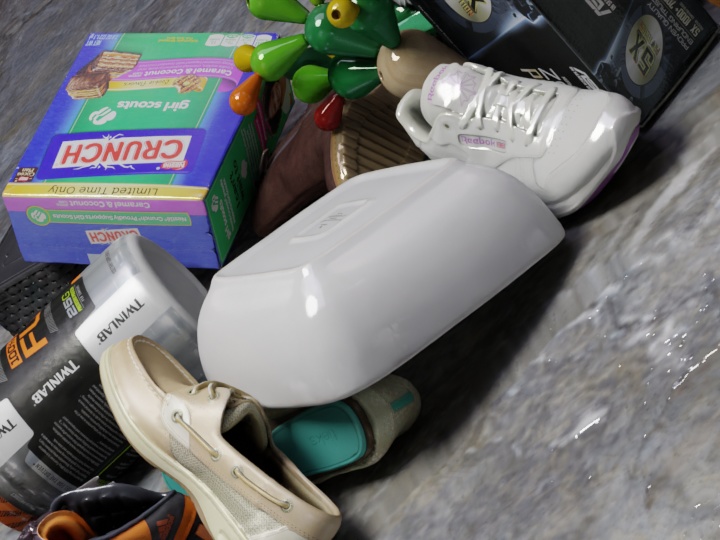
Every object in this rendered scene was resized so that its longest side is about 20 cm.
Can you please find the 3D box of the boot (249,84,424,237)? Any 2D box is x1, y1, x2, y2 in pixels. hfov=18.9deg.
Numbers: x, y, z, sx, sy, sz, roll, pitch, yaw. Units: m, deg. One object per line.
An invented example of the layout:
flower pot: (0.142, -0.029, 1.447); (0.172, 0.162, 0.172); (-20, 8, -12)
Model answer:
boot: (-0.024, -0.070, 1.569); (0.166, 0.072, 0.201); (-46, 20, 35)

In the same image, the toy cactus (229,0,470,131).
toy cactus: (-0.003, -0.144, 1.401); (0.200, 0.164, 0.103); (106, -171, -57)

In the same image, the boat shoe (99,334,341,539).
boat shoe: (-0.079, 0.097, 1.243); (0.065, 0.072, 0.200); (-55, 53, 18)

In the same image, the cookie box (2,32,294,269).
cookie box: (-0.160, -0.096, 1.672); (0.170, 0.076, 0.201); (2, 44, 18)

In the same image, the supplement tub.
supplement tub: (-0.190, 0.081, 1.502); (0.200, 0.123, 0.123); (-43, 22, 7)

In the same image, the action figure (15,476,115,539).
action figure: (-0.214, 0.204, 1.395); (0.130, 0.069, 0.200); (-52, -2, 26)

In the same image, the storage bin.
storage bin: (-0.219, -0.032, 1.787); (0.135, 0.094, 0.201); (-26, 29, 40)

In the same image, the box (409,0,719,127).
box: (0.099, -0.189, 1.342); (0.086, 0.200, 0.164); (-49, 23, -12)

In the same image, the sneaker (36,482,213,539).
sneaker: (-0.164, 0.192, 1.271); (0.200, 0.112, 0.078); (-41, 30, 14)

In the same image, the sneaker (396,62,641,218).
sneaker: (0.090, -0.083, 1.310); (0.200, 0.099, 0.075); (-2, 55, 61)

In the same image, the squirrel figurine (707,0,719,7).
squirrel figurine: (0.261, -0.236, 1.269); (0.187, 0.141, 0.200); (-52, 6, 13)

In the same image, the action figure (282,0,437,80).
action figure: (0.035, -0.194, 1.634); (0.199, 0.055, 0.118); (-21, -4, 31)

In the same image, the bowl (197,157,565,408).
bowl: (0.000, 0.000, 1.289); (0.199, 0.075, 0.200); (-36, 15, -26)

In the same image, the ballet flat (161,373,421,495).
ballet flat: (-0.039, 0.104, 1.299); (0.199, 0.068, 0.062); (-16, 8, 45)
